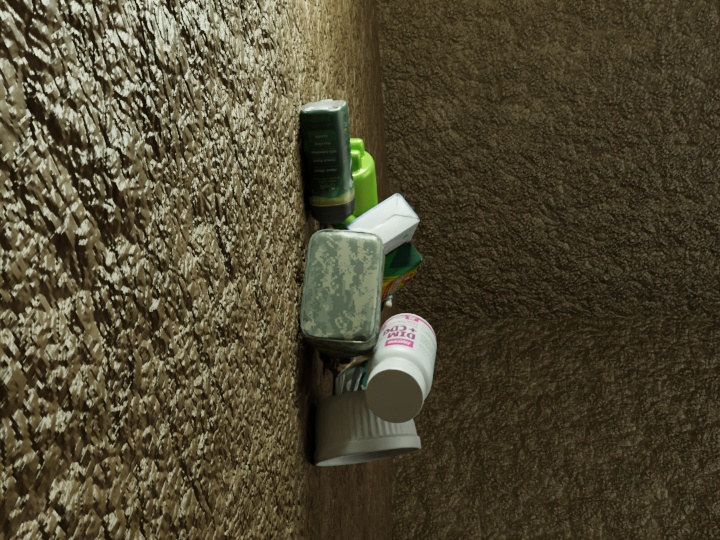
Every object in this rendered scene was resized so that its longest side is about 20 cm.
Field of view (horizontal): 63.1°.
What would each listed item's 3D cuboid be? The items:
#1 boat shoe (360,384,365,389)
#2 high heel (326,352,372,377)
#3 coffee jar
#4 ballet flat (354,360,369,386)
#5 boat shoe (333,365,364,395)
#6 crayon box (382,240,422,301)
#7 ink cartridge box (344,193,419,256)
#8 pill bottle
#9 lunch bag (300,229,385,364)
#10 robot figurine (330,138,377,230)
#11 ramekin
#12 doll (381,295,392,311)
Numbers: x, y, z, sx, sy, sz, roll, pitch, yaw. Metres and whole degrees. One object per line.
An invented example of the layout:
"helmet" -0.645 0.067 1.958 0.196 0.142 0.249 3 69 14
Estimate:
"boat shoe" -0.002 0.310 1.426 0.201 0.068 0.072 73 34 -64
"high heel" 0.020 0.192 1.236 0.144 0.195 0.072 -86 -161 -52
"coffee jar" -0.056 -0.191 1.037 0.105 0.083 0.205 -83 169 -67
"ballet flat" 0.000 0.226 1.424 0.201 0.067 0.071 76 14 -66
"boat shoe" -0.025 0.312 1.290 0.075 0.063 0.208 70 21 -68
"crayon box" 0.028 0.033 1.202 0.051 0.198 0.127 53 -17 14
"ink cartridge box" 0.031 -0.052 1.196 0.077 0.135 0.201 53 -18 16
"pill bottle" 0.070 0.163 0.998 0.200 0.110 0.117 -62 150 -69
"lunch bag" -0.027 0.050 1.015 0.168 0.135 0.206 76 17 -72
"robot figurine" -0.023 -0.163 1.189 0.178 0.112 0.203 -83 169 -47
"ramekin" 0.007 0.286 1.068 0.201 0.194 0.108 72 9 -67
"doll" 0.024 0.070 1.433 0.048 0.135 0.205 -1 112 -50
